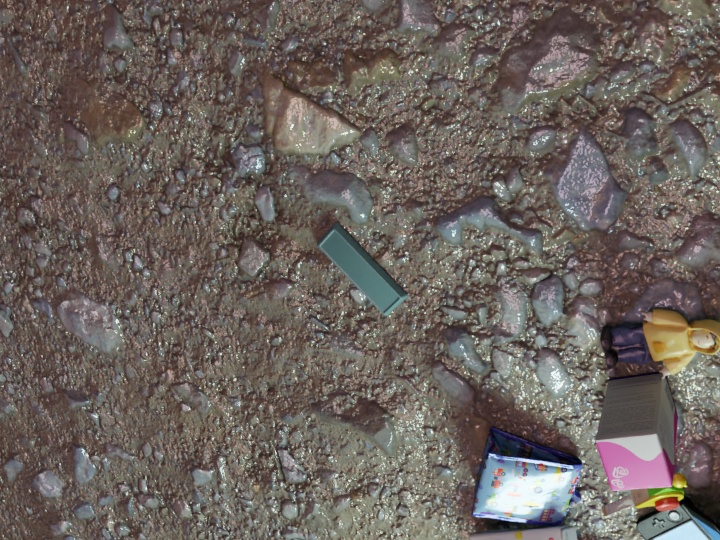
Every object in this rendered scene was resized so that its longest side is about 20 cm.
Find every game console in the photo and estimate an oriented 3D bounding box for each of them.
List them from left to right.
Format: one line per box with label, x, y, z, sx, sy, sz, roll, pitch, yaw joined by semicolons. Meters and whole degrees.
game console;0.620;0.521;1.405;0.200;0.116;0.176;48;121;-1

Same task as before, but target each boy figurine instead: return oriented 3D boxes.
boy figurine;0.513;0.124;1.316;0.198;0.064;0.125;-8;105;29

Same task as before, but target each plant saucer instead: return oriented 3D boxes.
plant saucer;0.000;0.000;1.517;0.200;0.019;0.070;46;121;1

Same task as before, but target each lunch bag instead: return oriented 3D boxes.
lunch bag;0.329;0.413;1.514;0.198;0.094;0.152;13;114;8

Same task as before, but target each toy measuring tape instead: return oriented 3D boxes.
toy measuring tape;0.530;0.417;1.440;0.073;0.074;0.200;40;138;3

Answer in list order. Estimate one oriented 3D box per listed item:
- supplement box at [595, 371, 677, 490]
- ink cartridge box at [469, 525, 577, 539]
supplement box;0.468;0.266;1.315;0.103;0.200;0.102;-14;105;27
ink cartridge box;0.329;0.584;1.539;0.199;0.083;0.147;-16;71;33
